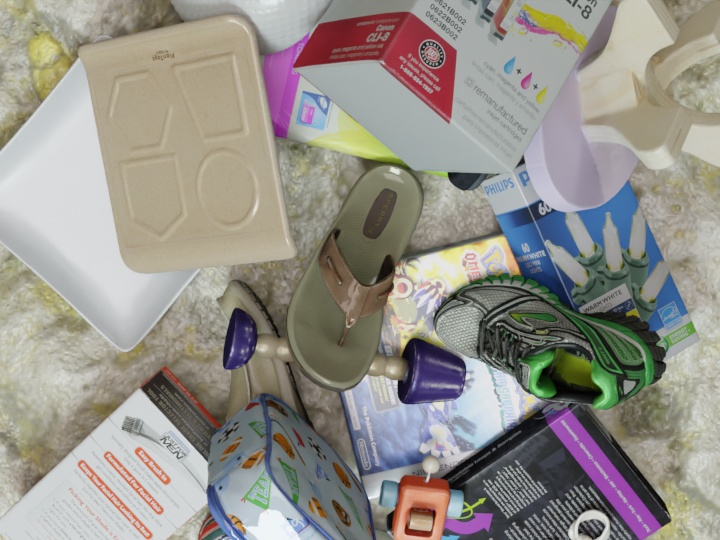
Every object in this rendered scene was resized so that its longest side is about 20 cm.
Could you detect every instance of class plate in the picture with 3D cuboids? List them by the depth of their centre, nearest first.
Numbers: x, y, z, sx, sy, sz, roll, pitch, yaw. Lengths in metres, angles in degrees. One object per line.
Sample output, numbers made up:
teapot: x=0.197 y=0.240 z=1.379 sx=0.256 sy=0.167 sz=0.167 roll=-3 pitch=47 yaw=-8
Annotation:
plate: x=-0.209 y=-0.066 z=1.501 sx=0.199 sy=0.032 sz=0.200 roll=42 pitch=96 yaw=-1

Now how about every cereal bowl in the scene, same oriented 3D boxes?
cereal bowl: x=-0.098 y=-0.276 z=1.395 sx=0.083 sy=0.200 sz=0.201 roll=7 pitch=98 yaw=-43

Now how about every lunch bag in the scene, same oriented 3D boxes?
lunch bag: x=-0.049 y=0.192 z=1.377 sx=0.076 sy=0.200 sz=0.160 roll=-39 pitch=106 yaw=10

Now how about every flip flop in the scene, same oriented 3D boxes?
flip flop: x=0.000 y=0.000 z=1.401 sx=0.081 sy=0.058 sz=0.200 roll=26 pitch=72 yaw=-5

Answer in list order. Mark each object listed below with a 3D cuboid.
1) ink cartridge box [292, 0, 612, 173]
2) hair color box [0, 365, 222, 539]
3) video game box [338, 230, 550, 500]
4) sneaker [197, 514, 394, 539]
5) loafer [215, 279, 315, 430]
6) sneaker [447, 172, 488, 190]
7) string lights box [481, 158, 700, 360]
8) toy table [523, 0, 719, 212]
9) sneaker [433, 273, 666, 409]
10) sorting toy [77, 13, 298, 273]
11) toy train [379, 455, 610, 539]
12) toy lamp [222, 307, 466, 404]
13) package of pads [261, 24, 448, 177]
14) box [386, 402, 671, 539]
ink cartridge box: x=0.079 y=-0.196 z=1.334 sx=0.145 sy=0.145 sz=0.200 roll=37 pitch=75 yaw=-26
hair color box: x=-0.204 y=0.189 z=1.484 sx=0.200 sy=0.064 sz=0.111 roll=-42 pitch=92 yaw=24
video game box: x=0.068 y=0.081 z=1.497 sx=0.182 sy=0.047 sz=0.201 roll=-14 pitch=95 yaw=1
sneaker: x=-0.047 y=0.255 z=1.492 sx=0.199 sy=0.093 sz=0.071 roll=10 pitch=96 yaw=2
loafer: x=-0.087 y=0.107 z=1.490 sx=0.068 sy=0.076 sz=0.201 roll=-20 pitch=95 yaw=-2
sneaker: x=0.149 y=-0.132 z=1.428 sx=0.087 sy=0.074 sz=0.200 roll=36 pitch=66 yaw=-9
string lights box: x=0.192 y=-0.008 z=1.457 sx=0.103 sy=0.059 sz=0.200 roll=-27 pitch=95 yaw=-24
toy table: x=0.222 y=-0.138 z=1.378 sx=0.184 sy=0.117 sz=0.200 roll=40 pitch=55 yaw=-35
sneaker: x=0.139 y=0.058 z=1.396 sx=0.200 sy=0.085 sz=0.078 roll=13 pitch=118 yaw=37
sorting toy: x=-0.139 y=-0.100 z=1.423 sx=0.185 sy=0.036 sz=0.201 roll=-6 pitch=102 yaw=37
toy train: x=0.106 y=0.242 z=1.445 sx=0.199 sy=0.056 sz=0.151 roll=12 pitch=112 yaw=-6
toy lamp: x=-0.012 y=0.073 z=1.436 sx=0.199 sy=0.058 sz=0.058 roll=12 pitch=96 yaw=-11
package of pads: x=0.003 y=-0.174 z=1.463 sx=0.199 sy=0.068 sz=0.155 roll=14 pitch=96 yaw=-2
box: x=0.142 y=0.210 z=1.482 sx=0.200 sy=0.036 sz=0.143 roll=-35 pitch=109 yaw=10
